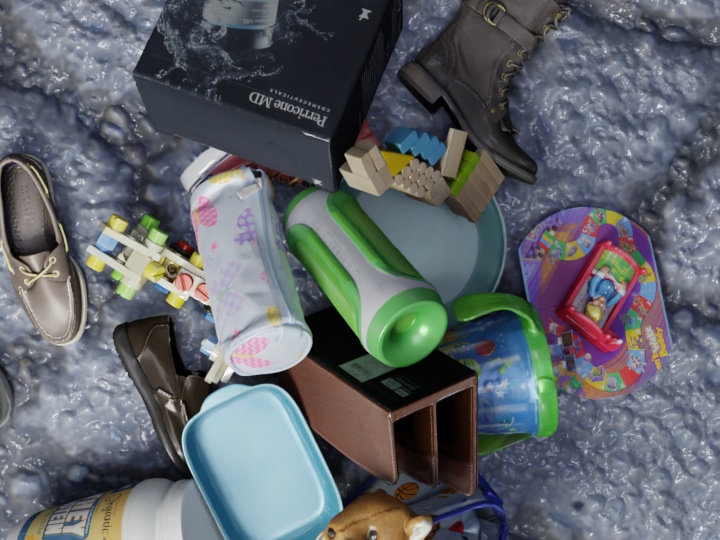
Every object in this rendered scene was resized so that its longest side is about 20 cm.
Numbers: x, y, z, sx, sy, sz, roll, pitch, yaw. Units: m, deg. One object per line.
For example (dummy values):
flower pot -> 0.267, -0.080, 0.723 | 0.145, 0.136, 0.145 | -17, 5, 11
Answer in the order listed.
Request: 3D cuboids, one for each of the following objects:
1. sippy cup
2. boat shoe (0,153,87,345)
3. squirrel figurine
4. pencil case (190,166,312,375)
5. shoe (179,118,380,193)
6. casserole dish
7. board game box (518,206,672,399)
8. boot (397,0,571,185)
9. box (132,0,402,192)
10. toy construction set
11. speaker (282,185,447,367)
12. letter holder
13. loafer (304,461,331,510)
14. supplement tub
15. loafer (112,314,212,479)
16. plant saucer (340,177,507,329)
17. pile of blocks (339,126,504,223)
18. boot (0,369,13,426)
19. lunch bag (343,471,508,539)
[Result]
sippy cup -> 0.120, 0.108, 1.090 | 0.129, 0.140, 0.180 | -10, 94, -3
boat shoe -> -0.328, -0.019, 1.096 | 0.071, 0.060, 0.202 | -12, 94, -3
squirrel figurine -> 0.036, 0.288, 0.942 | 0.198, 0.141, 0.189 | 6, 89, -23
pencil case -> -0.103, -0.001, 1.026 | 0.090, 0.083, 0.202 | -34, 54, 26
shoe -> -0.079, -0.112, 1.098 | 0.199, 0.071, 0.092 | -33, 89, -5
casserole dish -> -0.095, 0.197, 1.059 | 0.120, 0.039, 0.202 | -25, 104, -4
board game box -> 0.252, 0.029, 1.113 | 0.156, 0.039, 0.202 | -8, 84, -17
boot -> 0.153, -0.208, 1.107 | 0.200, 0.069, 0.174 | 43, 91, -3
box -> -0.080, -0.211, 1.027 | 0.195, 0.118, 0.202 | 19, 73, 7
toy construction set -> -0.173, 0.019, 1.072 | 0.092, 0.131, 0.200 | -44, 95, 1
speaker -> 0.000, 0.000, 1.013 | 0.088, 0.200, 0.089 | -19, 133, -21
letter holder -> 0.012, 0.137, 1.032 | 0.100, 0.199, 0.144 | -19, 119, -30
loafer -> -0.117, 0.260, 1.124 | 0.199, 0.063, 0.072 | -35, 96, -1
supplement tub -> -0.232, 0.288, 1.058 | 0.198, 0.145, 0.146 | -18, 95, 14
loafer -> -0.180, 0.134, 1.107 | 0.071, 0.073, 0.201 | -28, 95, 0
plant saucer -> 0.052, -0.027, 1.129 | 0.197, 0.036, 0.203 | 0, 93, -3
pile of blocks -> 0.054, -0.105, 1.045 | 0.199, 0.062, 0.083 | 11, 98, -45
boot -> -0.418, 0.075, 1.079 | 0.073, 0.096, 0.201 | -32, 95, -1
lunch bag -> 0.051, 0.275, 1.078 | 0.200, 0.170, 0.124 | -45, 106, 0
